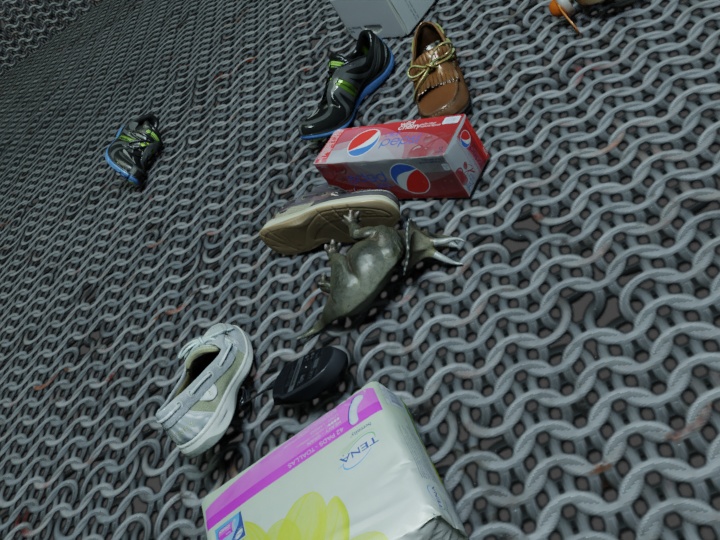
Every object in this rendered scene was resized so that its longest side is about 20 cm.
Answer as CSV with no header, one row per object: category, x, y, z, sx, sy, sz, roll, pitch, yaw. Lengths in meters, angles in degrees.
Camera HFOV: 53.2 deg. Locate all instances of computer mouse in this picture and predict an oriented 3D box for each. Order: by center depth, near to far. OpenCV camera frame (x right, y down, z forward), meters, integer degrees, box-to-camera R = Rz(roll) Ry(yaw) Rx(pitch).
computer mouse,-0.090,0.131,0.733,0.199,0.034,0.059,-27,25,28

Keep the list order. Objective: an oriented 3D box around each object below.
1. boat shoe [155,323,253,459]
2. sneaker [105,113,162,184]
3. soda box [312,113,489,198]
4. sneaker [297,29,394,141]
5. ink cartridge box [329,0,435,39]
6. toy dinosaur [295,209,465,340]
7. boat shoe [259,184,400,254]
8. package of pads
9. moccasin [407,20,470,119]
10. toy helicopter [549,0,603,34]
boat shoe,-0.166,0.110,0.763,0.074,0.065,0.202,-32,23,18
sneaker,-0.410,-0.231,1.319,0.083,0.071,0.200,-33,34,19
soda box,0.044,-0.128,0.838,0.199,0.070,0.064,5,56,43
sneaker,-0.030,-0.264,1.028,0.071,0.083,0.200,17,65,48
ink cartridge box,0.066,-0.471,1.153,0.146,0.083,0.200,16,65,49
toy dinosaur,0.000,0.000,0.745,0.200,0.077,0.102,-38,30,-1
boat shoe,-0.037,-0.070,0.851,0.199,0.072,0.065,-14,49,39
package of pads,-0.028,0.202,0.571,0.200,0.068,0.155,-37,37,6
moccasin,0.096,-0.253,0.912,0.073,0.078,0.202,-19,42,26
toy helicopter,0.270,-0.361,0.894,0.132,0.079,0.200,-49,26,4
